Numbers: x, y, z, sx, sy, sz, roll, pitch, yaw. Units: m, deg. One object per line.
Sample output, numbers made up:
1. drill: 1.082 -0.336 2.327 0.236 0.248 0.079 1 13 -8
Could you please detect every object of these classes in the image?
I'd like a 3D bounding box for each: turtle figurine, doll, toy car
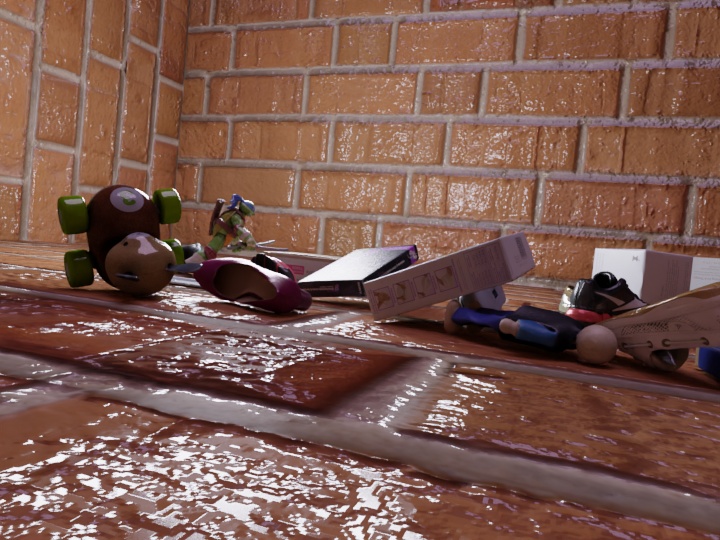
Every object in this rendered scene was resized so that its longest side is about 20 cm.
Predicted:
1. turtle figurine: -0.277 -0.045 1.214 0.144 0.194 0.200 38 -14 45
2. doll: 0.195 0.065 0.624 0.136 0.049 0.200 3 3 -36
3. toy car: -0.312 -0.029 0.771 0.164 0.159 0.200 -11 23 -35

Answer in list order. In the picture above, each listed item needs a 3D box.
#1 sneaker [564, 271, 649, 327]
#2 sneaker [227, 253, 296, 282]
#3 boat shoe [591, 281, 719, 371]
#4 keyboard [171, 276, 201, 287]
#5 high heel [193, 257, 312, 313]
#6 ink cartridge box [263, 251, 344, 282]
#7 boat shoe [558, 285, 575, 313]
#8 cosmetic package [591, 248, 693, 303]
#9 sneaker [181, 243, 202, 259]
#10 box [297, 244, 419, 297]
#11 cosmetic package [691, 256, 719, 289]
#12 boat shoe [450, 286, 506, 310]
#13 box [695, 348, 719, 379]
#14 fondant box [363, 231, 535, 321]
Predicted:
1. sneaker: 0.422 0.053 0.900 0.199 0.099 0.071 6 0 -25
2. sneaker: -0.153 0.010 0.919 0.086 0.074 0.200 5 1 -41
3. boat shoe: 0.303 0.071 0.565 0.070 0.070 0.200 -15 -14 -12
4. keyboard: -0.348 0.021 1.037 0.199 0.011 0.056 6 7 23
5. high heel: -0.168 0.013 0.763 0.199 0.068 0.096 10 -7 20
6. ink cartridge box: -0.117 -0.002 1.340 0.199 0.076 0.165 7 4 18
7. boat shoe: 0.482 0.066 1.112 0.074 0.067 0.200 4 2 -25
8. cosmetic package: 0.767 0.030 1.506 0.199 0.166 0.165 6 1 -26
9. sneaker: -0.430 -0.022 1.322 0.082 0.074 0.200 -9 1 -31
10. box: 0.000 0.000 1.001 0.142 0.036 0.200 -4 18 34
11. cosmetic package: 1.486 0.053 2.275 0.166 0.201 0.167 5 2 -23
12. boat shoe: 0.185 0.051 0.900 0.070 0.071 0.200 -27 -2 24
13. box: 0.393 0.096 0.485 0.120 0.033 0.200 6 0 17
14. fondant box: 0.124 0.007 0.756 0.199 0.059 0.144 -20 -3 28
